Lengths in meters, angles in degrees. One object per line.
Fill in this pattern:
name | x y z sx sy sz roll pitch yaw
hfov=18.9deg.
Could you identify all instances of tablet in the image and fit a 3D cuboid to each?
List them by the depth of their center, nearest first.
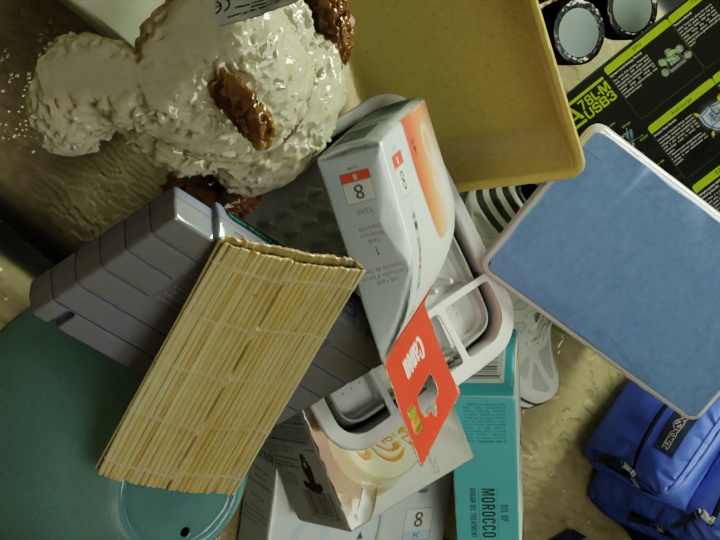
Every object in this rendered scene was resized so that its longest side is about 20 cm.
tablet | 0.195 0.003 1.477 0.200 0.014 0.130 35 104 -15

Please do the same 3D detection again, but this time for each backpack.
backpack | 0.287 0.167 1.699 0.168 0.200 0.163 34 85 -37

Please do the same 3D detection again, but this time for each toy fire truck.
toy fire truck | 0.108 -0.237 1.512 0.175 0.128 0.201 -26 106 -25

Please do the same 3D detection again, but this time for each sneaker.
sneaker | 0.130 0.019 1.588 0.201 0.115 0.076 62 35 -30

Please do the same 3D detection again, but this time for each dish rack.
dish rack | 0.000 0.000 1.443 0.171 0.043 0.201 -34 107 -25

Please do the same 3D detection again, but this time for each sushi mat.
sushi mat | -0.081 0.062 1.303 0.095 0.012 0.200 12 127 -28

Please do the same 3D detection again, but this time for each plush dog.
plush dog | -0.068 -0.108 1.261 0.200 0.160 0.172 -52 153 6

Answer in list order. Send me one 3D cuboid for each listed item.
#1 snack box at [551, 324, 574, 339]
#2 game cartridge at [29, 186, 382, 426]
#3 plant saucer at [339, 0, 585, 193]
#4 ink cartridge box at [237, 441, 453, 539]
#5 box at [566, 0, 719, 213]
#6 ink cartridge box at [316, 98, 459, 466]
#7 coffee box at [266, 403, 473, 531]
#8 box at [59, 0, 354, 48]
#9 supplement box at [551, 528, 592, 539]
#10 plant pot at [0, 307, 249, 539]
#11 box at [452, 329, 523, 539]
snack box | 0.234 -0.028 1.620 0.067 0.168 0.201 2 103 -38
game cartridge | -0.086 0.028 1.318 0.129 0.039 0.200 -34 134 25
plant saucer | 0.046 -0.152 1.451 0.048 0.199 0.201 -46 123 -50
ink cartridge box | -0.001 0.115 1.581 0.159 0.047 0.201 0 107 -34
box | 0.245 -0.082 1.513 0.200 0.194 0.047 -39 172 18
ink cartridge box | 0.037 0.002 1.356 0.050 0.162 0.201 -18 99 15
coffee box | -0.017 0.065 1.505 0.114 0.080 0.201 -27 104 -27
box | -0.123 -0.186 1.348 0.200 0.128 0.109 39 89 -37
supplement box | 0.163 0.332 1.665 0.199 0.199 0.135 -27 118 -25
plant pot | -0.151 0.123 1.427 0.199 0.135 0.201 -11 111 -31
box | 0.095 0.146 1.603 0.049 0.082 0.201 0 125 6
